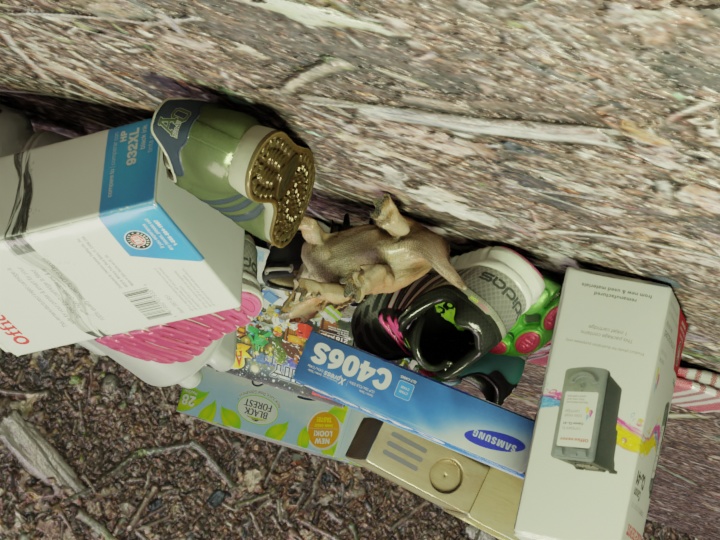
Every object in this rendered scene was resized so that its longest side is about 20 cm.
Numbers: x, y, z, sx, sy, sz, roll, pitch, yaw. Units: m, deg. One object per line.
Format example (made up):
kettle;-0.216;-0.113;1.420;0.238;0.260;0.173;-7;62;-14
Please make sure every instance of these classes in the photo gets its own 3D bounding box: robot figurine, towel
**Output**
robot figurine;-0.191;0.024;1.859;0.169;0.113;0.200;-29;132;25
towel;0.254;0.090;1.955;0.199;0.030;0.146;17;173;-7

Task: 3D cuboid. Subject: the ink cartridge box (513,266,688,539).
ink cartridge box;0.182;0.114;1.606;0.085;0.202;0.148;9;170;15

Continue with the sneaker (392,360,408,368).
sneaker;-0.028;0.042;2.031;0.074;0.081;0.200;-30;129;30

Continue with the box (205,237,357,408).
box;-0.092;0.031;1.937;0.199;0.138;0.038;16;-152;14

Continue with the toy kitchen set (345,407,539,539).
toy kitchen set;0.125;0.107;1.757;0.180;0.201;0.163;28;171;-10

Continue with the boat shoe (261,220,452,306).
boat shoe;0.000;0.000;1.759;0.199;0.061;0.074;12;166;36

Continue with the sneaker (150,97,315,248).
sneaker;-0.089;-0.074;1.460;0.089;0.067;0.200;24;173;10

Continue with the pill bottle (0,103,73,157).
pill bottle;-0.329;-0.086;1.711;0.199;0.115;0.114;17;172;7

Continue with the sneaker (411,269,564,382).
sneaker;0.106;0.030;1.734;0.077;0.084;0.200;53;147;-11

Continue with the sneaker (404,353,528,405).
sneaker;0.065;0.067;2.002;0.199;0.080;0.071;23;171;-16

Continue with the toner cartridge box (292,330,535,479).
toner cartridge box;0.052;0.108;1.679;0.199;0.043;0.095;21;175;17

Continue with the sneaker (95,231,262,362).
sneaker;-0.143;0.013;1.720;0.073;0.088;0.199;20;151;-31

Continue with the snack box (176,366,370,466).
snack box;-0.069;0.090;2.157;0.199;0.170;0.068;14;173;33

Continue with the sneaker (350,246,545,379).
sneaker;0.050;0.041;1.648;0.199;0.088;0.074;-17;116;49

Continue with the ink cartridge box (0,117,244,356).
ink cartridge box;-0.205;-0.022;1.594;0.199;0.084;0.145;-13;144;19

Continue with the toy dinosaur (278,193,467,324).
toy dinosaur;0.009;-0.009;1.627;0.199;0.087;0.135;-3;171;31
